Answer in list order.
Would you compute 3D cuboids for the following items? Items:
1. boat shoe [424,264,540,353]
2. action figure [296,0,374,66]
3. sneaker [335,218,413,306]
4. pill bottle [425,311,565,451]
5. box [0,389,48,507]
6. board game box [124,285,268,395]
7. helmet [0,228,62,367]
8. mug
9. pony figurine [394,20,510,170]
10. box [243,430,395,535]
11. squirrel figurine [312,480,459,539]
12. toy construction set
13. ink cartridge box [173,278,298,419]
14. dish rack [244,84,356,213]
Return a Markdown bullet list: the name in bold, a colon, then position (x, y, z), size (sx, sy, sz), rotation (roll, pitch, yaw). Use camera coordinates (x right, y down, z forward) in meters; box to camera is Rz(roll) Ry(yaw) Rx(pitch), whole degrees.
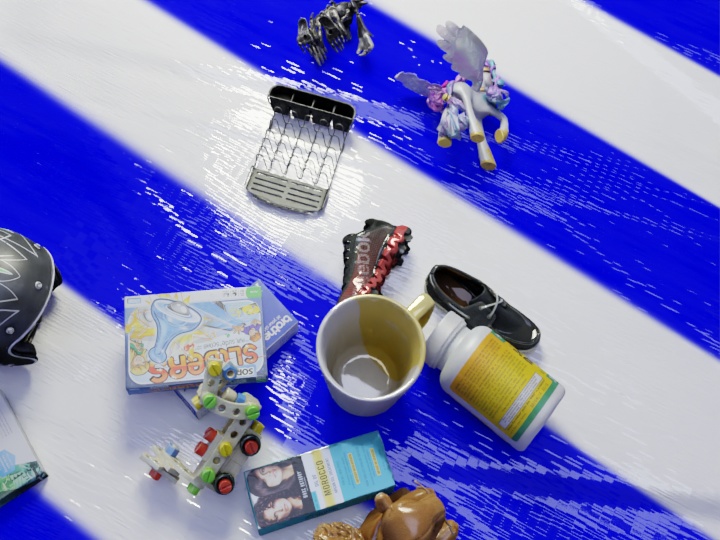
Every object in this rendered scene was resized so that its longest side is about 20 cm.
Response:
- **boat shoe**: position (0.186, 0.058, 1.314), size (0.198, 0.068, 0.072), rotation (32, 65, 10)
- **action figure**: position (-0.044, -0.410, 1.498), size (0.117, 0.104, 0.200), rotation (-11, 21, 21)
- **sneaker**: position (0.000, 0.000, 1.327), size (0.097, 0.071, 0.202), rotation (27, 64, 9)
- **pill bottle**: position (0.184, 0.153, 1.244), size (0.199, 0.113, 0.113), rotation (38, 68, 14)
- **box**: position (-0.550, 0.276, 1.185), size (0.198, 0.036, 0.145), rotation (-33, 71, -16)
- **board game box**: position (-0.234, 0.099, 1.235), size (0.196, 0.035, 0.138), rotation (-5, 68, -8)
- **helmet**: position (-0.517, 0.033, 1.212), size (0.196, 0.191, 0.204), rotation (1, 65, -2)
- **mug**: position (0.027, 0.130, 1.222), size (0.183, 0.154, 0.152), rotation (-10, 65, -9)
- **pony figurine**: position (0.170, -0.291, 1.445), size (0.191, 0.166, 0.203), rotation (20, 57, -30)
- **box**: position (-0.057, 0.292, 1.199), size (0.196, 0.049, 0.084), rotation (-15, 67, -11)
- **squirrel figurine**: position (0.033, 0.354, 1.099), size (0.197, 0.187, 0.143), rotation (-23, 68, -13)
- **toy construction set**: position (-0.207, 0.224, 1.172), size (0.130, 0.092, 0.201), rotation (36, 101, -19)
- **ink cartridge box**: position (-0.194, 0.114, 1.276), size (0.199, 0.044, 0.094), rotation (-41, 75, -20)
- **dish rack**: position (-0.102, -0.195, 1.420), size (0.150, 0.055, 0.203), rotation (15, 65, 5)
